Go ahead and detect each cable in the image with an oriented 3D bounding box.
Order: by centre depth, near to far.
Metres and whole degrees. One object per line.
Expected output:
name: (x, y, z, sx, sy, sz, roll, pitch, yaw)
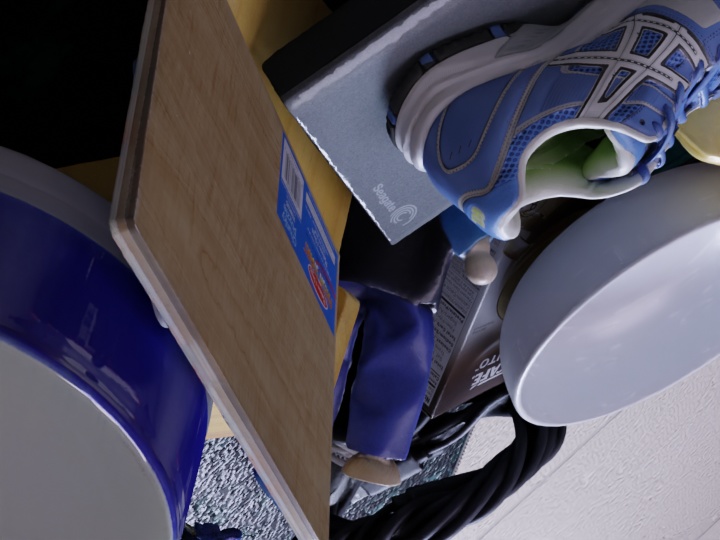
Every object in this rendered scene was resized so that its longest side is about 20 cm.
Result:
cable: (0.035, 0.124, 0.960, 0.199, 0.051, 0.163, -25, -166, 23)

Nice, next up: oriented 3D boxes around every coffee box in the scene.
coffee box: (0.082, -0.023, 0.905, 0.113, 0.080, 0.201, -24, 146, -39)

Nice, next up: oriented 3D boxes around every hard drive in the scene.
hard drive: (0.067, -0.103, 0.672, 0.199, 0.033, 0.140, -34, 149, 4)

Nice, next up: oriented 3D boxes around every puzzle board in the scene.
puzzle board: (-0.044, -0.009, 0.570, 0.017, 0.152, 0.201, -9, 139, 12)

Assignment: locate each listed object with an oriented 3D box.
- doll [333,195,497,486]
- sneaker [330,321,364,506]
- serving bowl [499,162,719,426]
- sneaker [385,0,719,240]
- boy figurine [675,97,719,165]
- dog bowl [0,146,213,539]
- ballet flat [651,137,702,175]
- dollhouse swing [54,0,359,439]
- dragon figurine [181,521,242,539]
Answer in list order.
doll: (0.000, 0.000, 0.774, 0.048, 0.135, 0.202, 25, 78, -79)
sneaker: (-0.015, 0.077, 0.862, 0.116, 0.074, 0.201, -80, -176, -59)
serving bowl: (0.159, 0.004, 0.869, 0.199, 0.066, 0.201, -24, 153, -13)
sneaker: (0.113, -0.073, 0.647, 0.199, 0.077, 0.076, -25, 148, -10)
boy figurine: (0.231, -0.113, 0.789, 0.199, 0.064, 0.125, -37, 152, -17)
dog bowl: (-0.154, 0.052, 0.540, 0.079, 0.198, 0.201, -82, -173, -47)
ballet flat: (0.184, -0.058, 0.925, 0.067, 0.069, 0.200, 10, 164, -25)
dollhouse swing: (-0.100, -0.029, 0.686, 0.180, 0.177, 0.200, -8, 162, 20)
dragon figurine: (-0.156, 0.184, 0.856, 0.198, 0.059, 0.100, 0, 137, -16)
